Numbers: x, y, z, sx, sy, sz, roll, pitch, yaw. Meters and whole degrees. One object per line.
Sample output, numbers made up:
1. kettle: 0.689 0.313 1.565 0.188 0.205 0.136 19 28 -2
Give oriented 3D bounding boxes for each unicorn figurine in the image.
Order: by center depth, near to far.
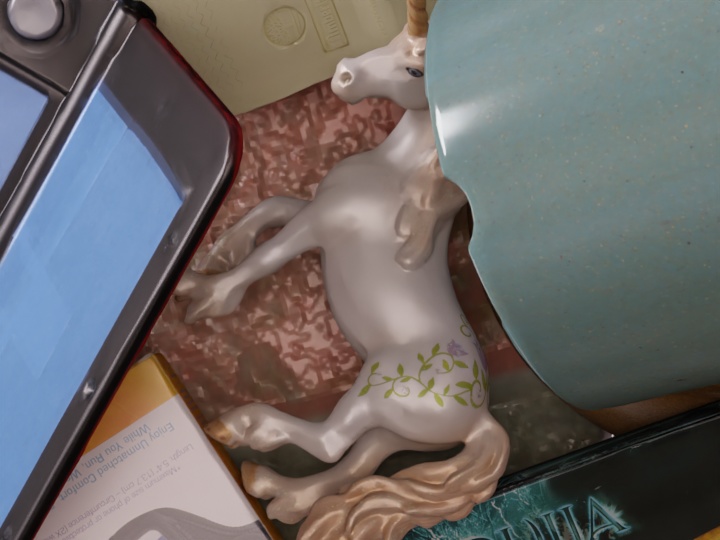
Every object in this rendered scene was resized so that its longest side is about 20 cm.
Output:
1. unicorn figurine: 0.000 0.000 0.944 0.137 0.074 0.200 -22 89 13

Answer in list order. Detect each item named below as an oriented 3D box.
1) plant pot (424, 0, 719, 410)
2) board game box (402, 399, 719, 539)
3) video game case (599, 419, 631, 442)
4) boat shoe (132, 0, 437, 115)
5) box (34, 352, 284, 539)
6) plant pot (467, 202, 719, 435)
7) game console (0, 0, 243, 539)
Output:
1. plant pot: 0.138 -0.052 0.836 0.196 0.200 0.200 -20 89 22
2. board game box: 0.123 0.117 0.925 0.200 0.028 0.135 -21 94 21
3. video game case: 0.177 0.083 0.975 0.182 0.023 0.200 12 89 1
4. boat shoe: -0.031 -0.106 0.965 0.201 0.063 0.074 -13 119 3
5. box: -0.070 0.144 0.971 0.119 0.041 0.200 -33 91 1
6. plant pot: 0.133 -0.031 0.946 0.200 0.027 0.200 -1 88 15
7. game console: -0.151 -0.012 0.901 0.172 0.119 0.200 30 103 -3
